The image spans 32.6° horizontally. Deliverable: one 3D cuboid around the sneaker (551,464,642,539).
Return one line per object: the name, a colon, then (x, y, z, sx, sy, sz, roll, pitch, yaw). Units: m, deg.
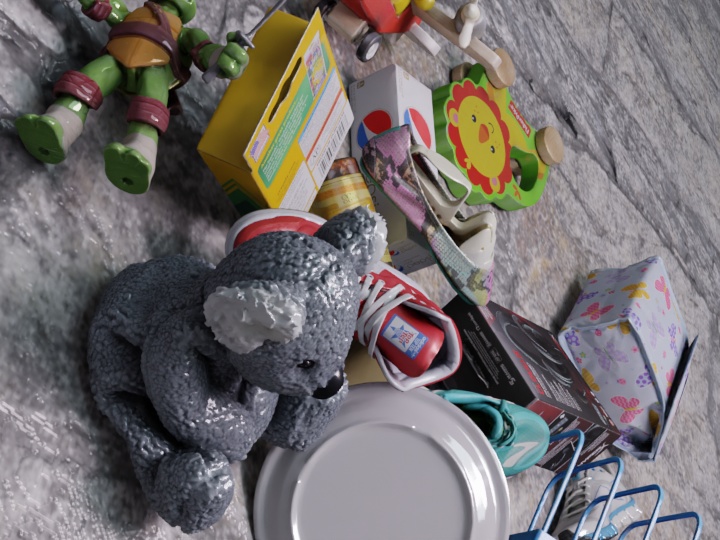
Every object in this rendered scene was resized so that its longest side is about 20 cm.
sneaker: (0.245, 0.258, 1.353, 0.200, 0.074, 0.087, -5, 70, -65)

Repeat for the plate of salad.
plate of salad: (0.016, 0.188, 0.952, 0.048, 0.198, 0.202, 92, -19, -85)

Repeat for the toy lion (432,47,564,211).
toy lion: (0.151, -0.147, 1.441, 0.200, 0.068, 0.193, 50, 44, -29)

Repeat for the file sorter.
file sorter: (0.220, 0.252, 1.115, 0.199, 0.139, 0.123, 35, 62, -10)

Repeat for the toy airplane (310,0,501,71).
toy airplane: (0.044, -0.291, 1.258, 0.199, 0.142, 0.200, 23, 23, -29)

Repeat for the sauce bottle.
sauce bottle: (0.000, 0.000, 1.118, 0.066, 0.066, 0.202, -16, 85, -58)

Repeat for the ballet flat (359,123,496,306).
ballet flat: (0.080, -0.051, 1.140, 0.201, 0.071, 0.069, 51, 28, -19)

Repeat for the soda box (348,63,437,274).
soda box: (0.035, -0.100, 1.228, 0.068, 0.063, 0.202, 28, 50, -47)

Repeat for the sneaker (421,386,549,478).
sneaker: (0.101, 0.139, 1.045, 0.199, 0.079, 0.079, 14, 73, -45)

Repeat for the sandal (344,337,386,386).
sandal: (-0.018, 0.108, 1.038, 0.077, 0.069, 0.214, 31, 71, -36)

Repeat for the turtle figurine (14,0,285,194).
turtle figurine: (-0.157, -0.169, 0.877, 0.144, 0.199, 0.196, 37, 55, -28)

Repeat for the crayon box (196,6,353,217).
crayon box: (-0.064, -0.115, 0.966, 0.127, 0.051, 0.200, -64, 167, -12)

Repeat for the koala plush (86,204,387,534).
koala plush: (-0.075, 0.039, 0.828, 0.185, 0.200, 0.177, 54, 42, 2)

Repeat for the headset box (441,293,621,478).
headset box: (0.154, 0.112, 1.231, 0.199, 0.077, 0.149, 27, 25, -48)

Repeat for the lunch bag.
lunch bag: (0.346, 0.110, 1.529, 0.170, 0.126, 0.202, -47, 120, -53)

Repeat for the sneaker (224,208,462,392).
sneaker: (-0.005, 0.023, 0.931, 0.199, 0.072, 0.113, 25, 14, -31)
